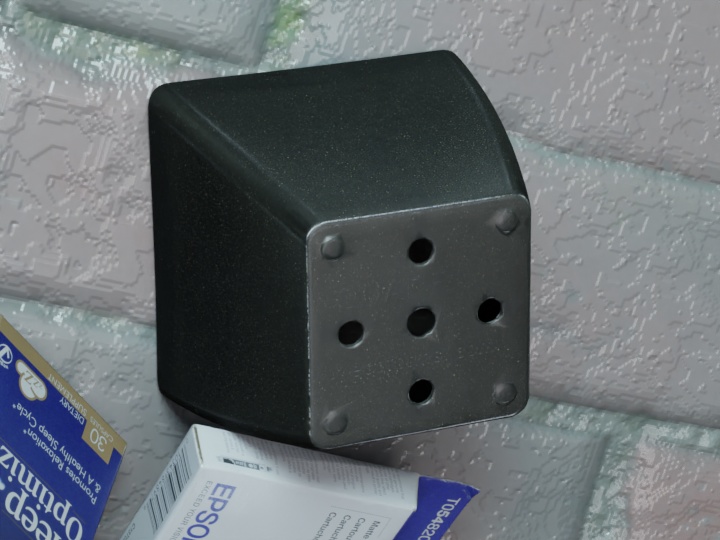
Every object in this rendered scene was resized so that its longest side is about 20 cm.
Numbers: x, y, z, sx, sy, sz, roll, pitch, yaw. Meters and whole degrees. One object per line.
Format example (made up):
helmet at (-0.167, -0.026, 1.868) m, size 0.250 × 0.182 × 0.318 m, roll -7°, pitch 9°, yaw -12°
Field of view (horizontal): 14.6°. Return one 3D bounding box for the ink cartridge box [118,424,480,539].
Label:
ink cartridge box at (-0.053, 0.188, 1.698) m, size 0.200 × 0.041 × 0.200 m, roll 13°, pitch 129°, yaw -27°

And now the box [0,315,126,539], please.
box at (-0.203, 0.137, 1.578) m, size 0.032 × 0.200 × 0.121 m, roll -18°, pitch 127°, yaw 33°

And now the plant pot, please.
plant pot at (0.000, 0.000, 1.618) m, size 0.200 × 0.177 × 0.200 m, roll -8°, pitch 112°, yaw -19°
